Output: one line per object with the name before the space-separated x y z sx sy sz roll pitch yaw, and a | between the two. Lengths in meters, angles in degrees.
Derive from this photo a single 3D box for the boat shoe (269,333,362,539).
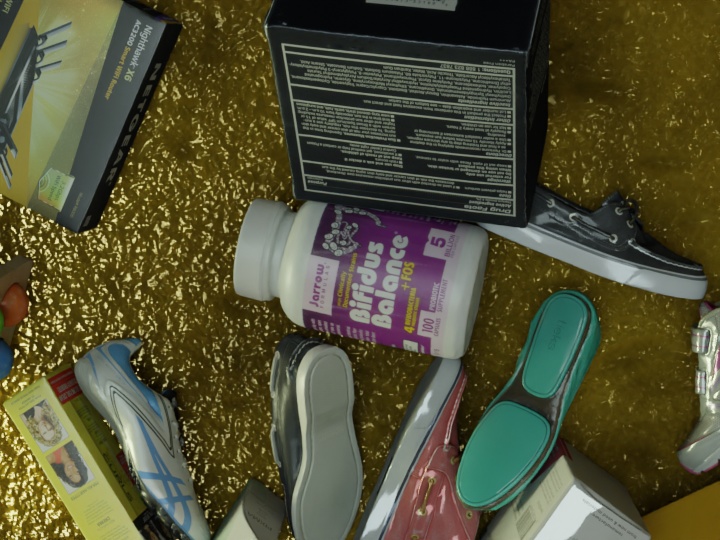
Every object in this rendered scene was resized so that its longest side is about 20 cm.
boat shoe | -0.045 0.151 1.399 0.060 0.073 0.202 23 125 47

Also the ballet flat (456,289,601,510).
ballet flat | 0.147 0.113 1.349 0.067 0.070 0.201 27 90 27

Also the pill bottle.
pill bottle | 0.000 0.000 1.344 0.198 0.112 0.114 11 100 9

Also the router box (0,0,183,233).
router box | -0.265 -0.157 1.402 0.156 0.052 0.202 26 102 6

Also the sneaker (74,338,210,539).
sneaker | -0.177 0.151 1.417 0.072 0.072 0.201 -28 87 -14

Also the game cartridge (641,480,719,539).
game cartridge | 0.231 0.279 1.280 0.032 0.201 0.176 35 135 -20

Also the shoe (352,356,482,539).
shoe | 0.068 0.173 1.381 0.090 0.072 0.202 22 100 -3

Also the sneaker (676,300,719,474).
sneaker | 0.304 0.069 1.319 0.088 0.081 0.201 29 95 9

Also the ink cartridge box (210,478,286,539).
ink cartridge box | -0.129 0.279 1.360 0.050 0.200 0.162 34 102 -1

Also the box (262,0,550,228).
box | 0.043 -0.150 1.261 0.198 0.124 0.199 8 143 11

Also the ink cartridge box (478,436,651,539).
ink cartridge box | 0.139 0.252 1.325 0.085 0.146 0.201 36 97 -4

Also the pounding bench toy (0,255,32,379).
pounding bench toy | -0.364 0.005 1.393 0.155 0.124 0.202 22 109 7

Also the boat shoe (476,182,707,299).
boat shoe | 0.195 -0.036 1.330 0.198 0.070 0.067 22 102 15

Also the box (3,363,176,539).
box | -0.234 0.184 1.433 0.050 0.075 0.201 -32 90 11
